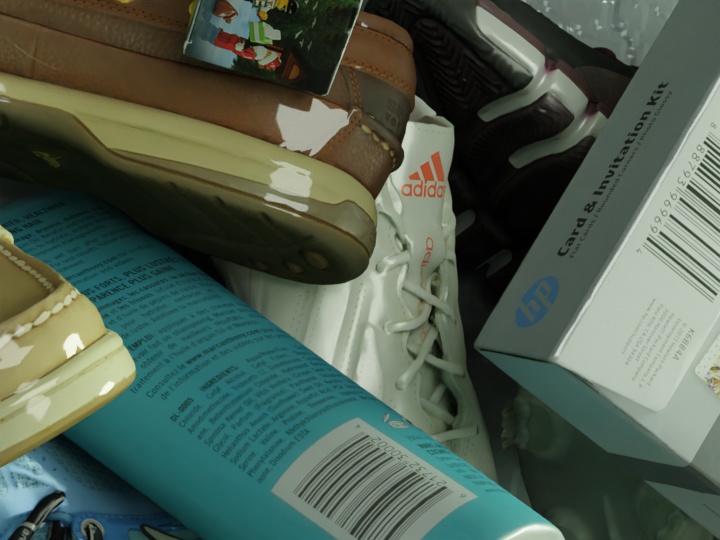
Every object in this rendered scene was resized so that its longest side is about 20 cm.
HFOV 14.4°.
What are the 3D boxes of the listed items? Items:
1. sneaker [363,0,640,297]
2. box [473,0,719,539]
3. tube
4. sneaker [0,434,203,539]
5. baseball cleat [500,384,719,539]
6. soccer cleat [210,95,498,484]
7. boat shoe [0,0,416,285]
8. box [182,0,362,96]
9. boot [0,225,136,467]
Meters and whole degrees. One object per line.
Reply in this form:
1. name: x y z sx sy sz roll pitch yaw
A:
1. sneaker: 0.090 -0.032 0.822 0.200 0.076 0.116 47 53 -14
2. box: 0.144 0.010 0.722 0.200 0.041 0.156 37 77 -25
3. tube: -0.038 0.032 0.692 0.077 0.051 0.200 -17 41 -44
4. sneaker: -0.045 0.085 0.694 0.200 0.090 0.079 33 71 -11
5. baseball cleat: 0.104 0.083 0.776 0.106 0.070 0.201 -26 105 -43
6. soccer cleat: 0.000 0.000 0.749 0.200 0.077 0.069 65 19 8
7. boat shoe: -0.080 -0.060 0.717 0.199 0.072 0.068 20 76 9
8. box: 0.005 -0.159 0.690 0.038 0.137 0.200 16 44 -6
9. boot: -0.127 -0.035 0.616 0.073 0.200 0.156 -25 108 -22
